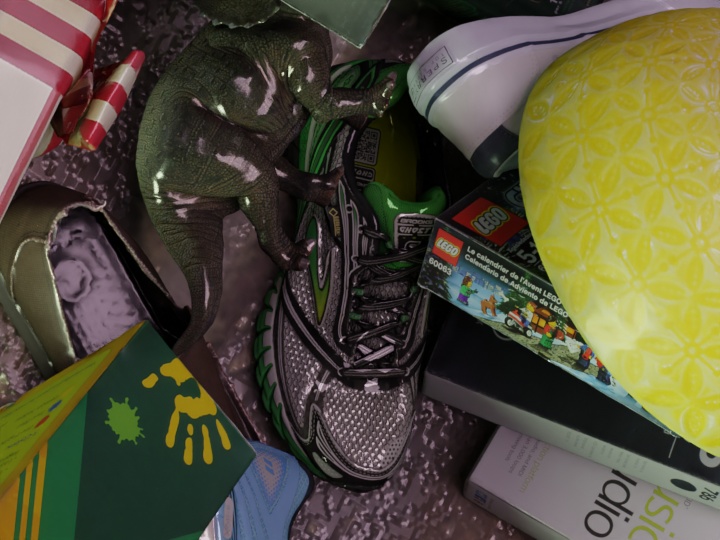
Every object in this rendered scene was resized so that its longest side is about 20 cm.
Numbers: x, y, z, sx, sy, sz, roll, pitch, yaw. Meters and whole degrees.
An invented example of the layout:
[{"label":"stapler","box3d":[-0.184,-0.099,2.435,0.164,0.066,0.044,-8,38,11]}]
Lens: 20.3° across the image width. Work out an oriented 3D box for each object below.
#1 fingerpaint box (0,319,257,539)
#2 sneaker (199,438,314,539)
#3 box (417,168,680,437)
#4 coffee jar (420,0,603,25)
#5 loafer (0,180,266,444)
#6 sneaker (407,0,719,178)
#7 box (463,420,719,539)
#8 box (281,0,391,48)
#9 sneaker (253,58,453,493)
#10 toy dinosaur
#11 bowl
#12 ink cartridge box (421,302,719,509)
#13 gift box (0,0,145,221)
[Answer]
[{"label":"fingerpaint box","box3d":[-0.155,0.126,0.739,0.073,0.199,0.167,51,38,-13]},{"label":"sneaker","box3d":[-0.051,0.165,0.829,0.089,0.078,0.202,8,84,-28]},{"label":"box","box3d":[0.135,-0.015,0.920,0.136,0.038,0.200,31,38,19]},{"label":"coffee jar","box3d":[0.026,-0.175,0.915,0.199,0.085,0.105,19,95,-37]},{"label":"loafer","box3d":[-0.096,0.051,0.873,0.073,0.071,0.201,-40,102,-22]},{"label":"sneaker","box3d":[0.109,-0.078,0.917,0.199,0.073,0.071,-15,68,-37]},{"label":"box","box3d":[0.169,0.095,0.964,0.199,0.036,0.145,30,72,8]},{"label":"box","box3d":[-0.043,-0.198,0.760,0.192,0.048,0.201,29,43,-1]},{"label":"sneaker","box3d":[0.000,0.000,0.914,0.077,0.085,0.202,2,85,-24]},{"label":"toy dinosaur","box3d":[-0.050,-0.063,0.851,0.102,0.077,0.201,27,98,-8]},{"label":"bowl","box3d":[0.173,-0.033,0.813,0.199,0.108,0.202,22,50,-30]},{"label":"ink cartridge box","box3d":[0.137,0.045,0.944,0.199,0.039,0.100,20,70,6]},{"label":"gift box","box3d":[-0.178,-0.118,0.790,0.186,0.184,0.201,30,77,-17]}]
